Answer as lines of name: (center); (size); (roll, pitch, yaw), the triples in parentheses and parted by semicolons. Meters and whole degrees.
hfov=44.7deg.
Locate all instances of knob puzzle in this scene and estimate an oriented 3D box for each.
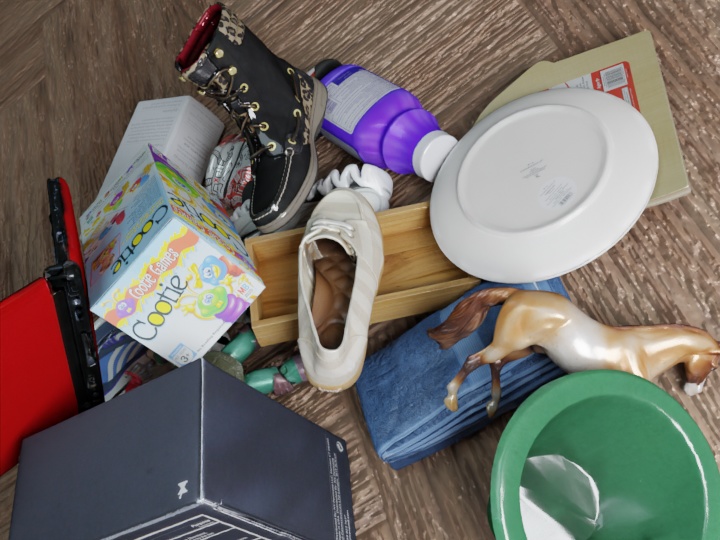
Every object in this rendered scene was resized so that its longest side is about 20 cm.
knob puzzle: (0.174, -0.104, 0.772); (0.219, 0.030, 0.220); (-16, 55, 24)

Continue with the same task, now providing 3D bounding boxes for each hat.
hat: (0.123, 0.171, 0.625); (0.166, 0.199, 0.176); (70, 157, 9)

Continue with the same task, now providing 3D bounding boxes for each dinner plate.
dinner plate: (0.146, -0.080, 0.736); (0.200, 0.024, 0.201); (-17, 53, 23)

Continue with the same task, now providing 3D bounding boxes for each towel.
towel: (0.086, 0.074, 0.720); (0.200, 0.049, 0.112); (-34, 47, 16)

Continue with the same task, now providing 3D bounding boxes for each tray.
tray: (0.000, 0.000, 0.786); (0.199, 0.037, 0.099); (-11, 53, 1)

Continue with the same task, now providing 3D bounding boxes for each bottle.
bottle: (0.023, -0.146, 0.883); (0.084, 0.065, 0.200); (-44, 43, -6)

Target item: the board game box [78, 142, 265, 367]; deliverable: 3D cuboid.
board game box: (-0.175, -0.018, 0.788); (0.105, 0.103, 0.200); (-47, 31, 6)

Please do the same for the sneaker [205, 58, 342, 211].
sneaker: (-0.101, -0.157, 0.988); (0.108, 0.067, 0.202); (19, 79, 40)

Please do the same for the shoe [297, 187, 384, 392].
shoe: (-0.017, 0.002, 0.732); (0.070, 0.053, 0.201); (-3, 54, 8)

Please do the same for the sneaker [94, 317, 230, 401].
sneaker: (-0.233, 0.075, 0.934); (0.200, 0.081, 0.147); (-39, 51, 19)

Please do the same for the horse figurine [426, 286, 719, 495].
horse figurine: (0.145, 0.067, 0.634); (0.200, 0.050, 0.133); (28, 104, 11)

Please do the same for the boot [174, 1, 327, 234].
boot: (-0.107, -0.147, 0.828); (0.073, 0.151, 0.201); (-18, 47, 37)

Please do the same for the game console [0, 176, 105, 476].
game console: (-0.285, 0.051, 0.734); (0.118, 0.200, 0.173); (-9, 52, -17)

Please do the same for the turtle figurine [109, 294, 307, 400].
turtle figurine: (-0.132, 0.112, 0.802); (0.200, 0.101, 0.150); (-32, 87, -7)

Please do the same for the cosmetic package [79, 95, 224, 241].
cosmetic package: (-0.252, -0.111, 1.071); (0.101, 0.074, 0.201); (3, 68, 38)

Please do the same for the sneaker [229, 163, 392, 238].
sneaker: (-0.058, -0.041, 0.887); (0.200, 0.075, 0.081); (-17, 63, 28)

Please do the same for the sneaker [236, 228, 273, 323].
sneaker: (-0.145, 0.025, 0.904); (0.200, 0.089, 0.074); (-19, 14, 43)

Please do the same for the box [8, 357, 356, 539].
box: (-0.139, 0.188, 0.714); (0.200, 0.198, 0.124); (-25, 51, 22)
